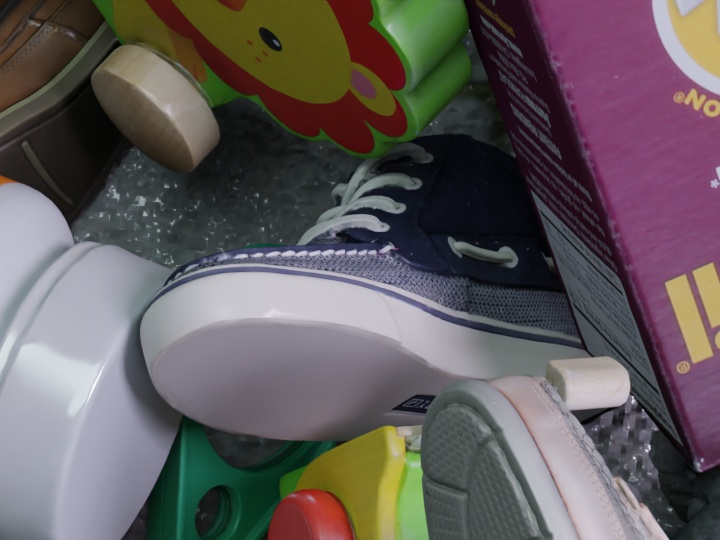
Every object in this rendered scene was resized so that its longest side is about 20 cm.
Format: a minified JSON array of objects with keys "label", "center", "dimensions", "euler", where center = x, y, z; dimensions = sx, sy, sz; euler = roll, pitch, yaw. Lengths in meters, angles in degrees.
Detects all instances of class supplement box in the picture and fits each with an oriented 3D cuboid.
[{"label":"supplement box","center":[0.107,-0.066,0.748],"dimensions":[0.131,0.200,0.103],"euler":[-25,24,-4]}]

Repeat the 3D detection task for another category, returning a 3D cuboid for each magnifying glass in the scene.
[{"label":"magnifying glass","center":[-0.054,0.086,0.852],"dimensions":[0.022,0.080,0.201],"euler":[10,76,43]}]

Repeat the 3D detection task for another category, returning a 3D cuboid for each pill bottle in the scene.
[{"label":"pill bottle","center":[-0.158,0.013,0.801],"dimensions":[0.199,0.114,0.114],"euler":[20,71,13]}]

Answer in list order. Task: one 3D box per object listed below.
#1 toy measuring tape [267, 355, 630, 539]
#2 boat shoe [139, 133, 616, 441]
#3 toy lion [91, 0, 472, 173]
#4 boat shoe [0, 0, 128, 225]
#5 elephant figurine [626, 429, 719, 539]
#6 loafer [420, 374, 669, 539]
[{"label":"toy measuring tape","center":[0.024,0.080,0.784],"dimensions":[0.073,0.200,0.074],"euler":[8,72,-25]},{"label":"boat shoe","center":[0.000,0.000,0.817],"dimensions":[0.075,0.200,0.093],"euler":[-28,64,30]},{"label":"toy lion","center":[-0.057,-0.114,0.800],"dimensions":[0.200,0.192,0.069],"euler":[48,69,-10]},{"label":"boat shoe","center":[-0.121,-0.062,0.923],"dimensions":[0.068,0.072,0.200],"euler":[35,66,24]},{"label":"elephant figurine","center":[0.079,0.132,0.762],"dimensions":[0.200,0.156,0.142],"euler":[-27,42,-16]},{"label":"loafer","center":[0.075,0.119,0.681],"dimensions":[0.063,0.072,0.201],"euler":[-16,82,-28]}]
